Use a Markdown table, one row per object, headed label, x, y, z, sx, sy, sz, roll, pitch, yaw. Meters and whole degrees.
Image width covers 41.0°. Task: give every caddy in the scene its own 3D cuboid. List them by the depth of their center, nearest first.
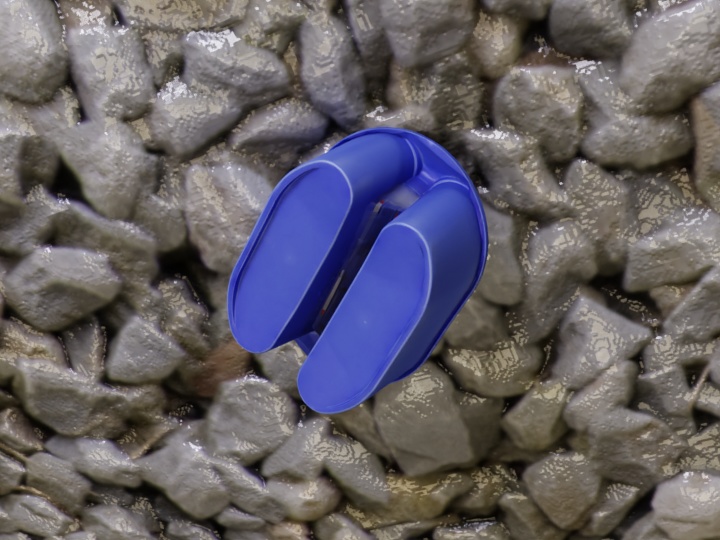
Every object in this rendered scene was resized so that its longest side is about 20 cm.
| label | x | y | z | sx | sy | sz | roll | pitch | yaw |
| --- | --- | --- | --- | --- | --- | --- | --- | --- | --- |
| caddy | 0.000 | 0.000 | 0.663 | 0.141 | 0.105 | 0.201 | 39 | 122 | 12 |
